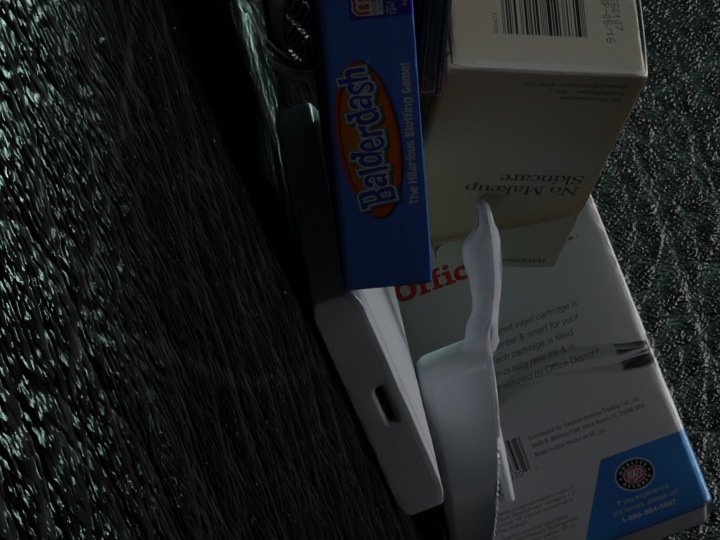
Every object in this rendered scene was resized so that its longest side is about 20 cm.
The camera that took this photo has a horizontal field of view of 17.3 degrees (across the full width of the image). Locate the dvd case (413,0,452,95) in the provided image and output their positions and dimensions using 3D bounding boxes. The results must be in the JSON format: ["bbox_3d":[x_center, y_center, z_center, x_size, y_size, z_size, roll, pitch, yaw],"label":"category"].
[{"bbox_3d":[0.030,-0.200,1.151,0.200,0.016,0.149,-97,-169,-54],"label":"dvd case"}]

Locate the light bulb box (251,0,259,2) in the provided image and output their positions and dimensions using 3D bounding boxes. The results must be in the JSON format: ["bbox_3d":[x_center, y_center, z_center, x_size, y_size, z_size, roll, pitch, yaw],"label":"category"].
[{"bbox_3d":[-0.058,-0.293,1.318,0.200,0.125,0.199,56,14,-64],"label":"light bulb box"}]

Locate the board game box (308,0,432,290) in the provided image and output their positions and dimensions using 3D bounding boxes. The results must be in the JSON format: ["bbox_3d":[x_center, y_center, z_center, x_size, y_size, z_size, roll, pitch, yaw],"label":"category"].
[{"bbox_3d":[0.000,-0.104,1.131,0.200,0.045,0.152,-98,-178,-62],"label":"board game box"}]

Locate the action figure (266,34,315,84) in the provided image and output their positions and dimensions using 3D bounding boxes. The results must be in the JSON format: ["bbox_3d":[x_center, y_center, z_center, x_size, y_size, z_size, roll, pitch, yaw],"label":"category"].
[{"bbox_3d":[0.051,-0.124,1.383,0.119,0.200,0.102,-94,167,-75],"label":"action figure"}]

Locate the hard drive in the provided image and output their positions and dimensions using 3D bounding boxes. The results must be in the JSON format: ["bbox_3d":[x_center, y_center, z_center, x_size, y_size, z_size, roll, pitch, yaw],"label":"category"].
[{"bbox_3d":[-0.002,0.015,1.206,0.200,0.027,0.132,-104,172,-59],"label":"hard drive"}]

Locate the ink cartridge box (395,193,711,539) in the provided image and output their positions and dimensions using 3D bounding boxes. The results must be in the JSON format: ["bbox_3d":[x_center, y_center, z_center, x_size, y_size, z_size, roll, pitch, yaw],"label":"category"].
[{"bbox_3d":[0.104,0.075,1.399,0.086,0.146,0.200,58,12,-73],"label":"ink cartridge box"}]

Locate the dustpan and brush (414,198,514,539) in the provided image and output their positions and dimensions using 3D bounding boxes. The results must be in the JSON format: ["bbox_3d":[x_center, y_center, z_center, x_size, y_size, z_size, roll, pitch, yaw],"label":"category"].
[{"bbox_3d":[0.059,0.061,1.260,0.140,0.057,0.200,-100,179,-71],"label":"dustpan and brush"}]

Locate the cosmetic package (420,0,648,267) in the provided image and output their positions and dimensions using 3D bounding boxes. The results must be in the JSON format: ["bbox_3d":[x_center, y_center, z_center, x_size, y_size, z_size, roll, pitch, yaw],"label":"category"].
[{"bbox_3d":[0.074,-0.079,1.232,0.200,0.103,0.073,106,-17,-61],"label":"cosmetic package"}]

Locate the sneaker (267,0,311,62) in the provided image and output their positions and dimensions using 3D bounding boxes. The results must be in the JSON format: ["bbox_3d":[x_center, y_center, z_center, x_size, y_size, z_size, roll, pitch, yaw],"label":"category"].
[{"bbox_3d":[-0.039,-0.184,1.517,0.093,0.070,0.200,48,4,13],"label":"sneaker"}]

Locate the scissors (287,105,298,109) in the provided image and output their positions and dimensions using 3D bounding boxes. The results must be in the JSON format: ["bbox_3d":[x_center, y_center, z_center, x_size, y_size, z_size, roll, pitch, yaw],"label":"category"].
[{"bbox_3d":[0.000,0.000,1.357,0.073,0.014,0.200,-103,169,-70],"label":"scissors"}]
